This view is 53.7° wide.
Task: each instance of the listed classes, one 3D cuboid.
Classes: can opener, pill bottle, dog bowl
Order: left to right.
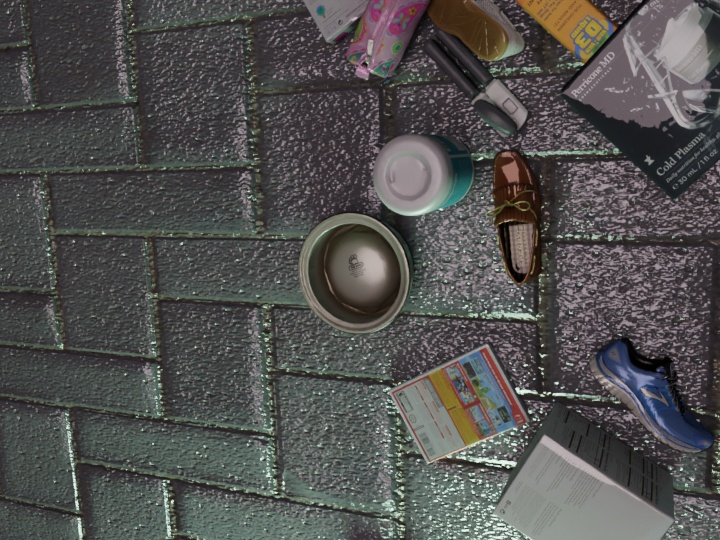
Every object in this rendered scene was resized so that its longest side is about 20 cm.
[{"bbox_3d":[0.000,0.000,1.181,0.199,0.074,0.201,5,102,23],"label":"dog bowl"},{"bbox_3d":[0.101,-0.143,1.041,0.110,0.200,0.111,4,101,23],"label":"pill bottle"},{"bbox_3d":[0.169,-0.282,1.060,0.053,0.067,0.200,-44,82,23],"label":"can opener"}]

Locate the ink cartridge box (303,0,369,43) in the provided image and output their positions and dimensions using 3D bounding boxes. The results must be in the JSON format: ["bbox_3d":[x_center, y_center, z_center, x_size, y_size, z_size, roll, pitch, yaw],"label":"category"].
[{"bbox_3d":[-0.051,-0.481,1.132,0.119,0.042,0.201,-31,90,24],"label":"ink cartridge box"}]

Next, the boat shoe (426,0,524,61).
[{"bbox_3d":[0.164,-0.376,1.048,0.200,0.069,0.071,56,136,26],"label":"boat shoe"}]

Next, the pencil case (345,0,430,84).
[{"bbox_3d":[0.048,-0.386,1.066,0.087,0.087,0.200,37,122,13],"label":"pencil case"}]

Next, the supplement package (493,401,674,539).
[{"bbox_3d":[0.333,0.331,1.058,0.200,0.151,0.152,32,110,15],"label":"supplement package"}]

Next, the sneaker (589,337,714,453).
[{"bbox_3d":[0.432,0.178,1.028,0.200,0.079,0.089,43,115,11],"label":"sneaker"}]

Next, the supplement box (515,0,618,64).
[{"bbox_3d":[0.307,-0.340,0.991,0.200,0.069,0.067,44,115,7],"label":"supplement box"}]

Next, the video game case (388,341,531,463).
[{"bbox_3d":[0.161,0.222,1.184,0.200,0.017,0.143,-30,87,25],"label":"video game case"}]

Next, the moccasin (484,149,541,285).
[{"bbox_3d":[0.229,-0.079,1.065,0.073,0.078,0.202,1,100,23],"label":"moccasin"}]

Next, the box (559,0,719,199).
[{"bbox_3d":[0.390,-0.234,0.886,0.197,0.124,0.200,43,115,2],"label":"box"}]
